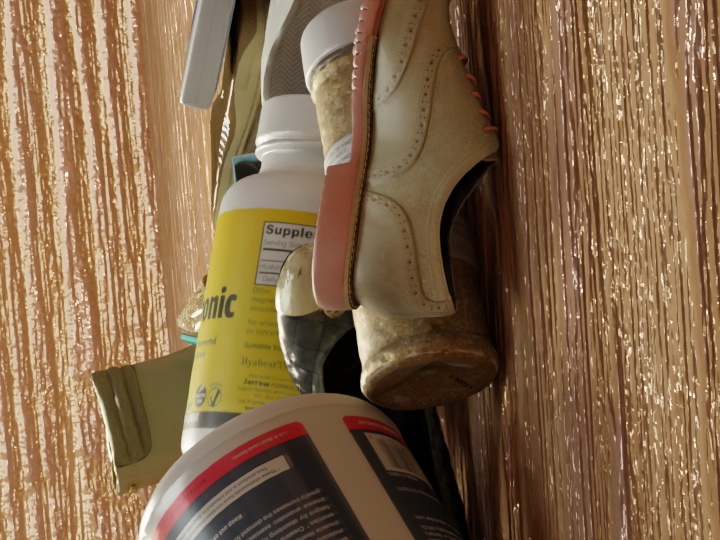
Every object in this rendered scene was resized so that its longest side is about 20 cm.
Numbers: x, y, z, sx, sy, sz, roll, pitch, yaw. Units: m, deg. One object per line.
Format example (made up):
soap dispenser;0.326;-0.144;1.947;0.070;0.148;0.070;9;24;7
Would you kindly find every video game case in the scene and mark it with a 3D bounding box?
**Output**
video game case;-0.073;-0.226;1.322;0.182;0.022;0.201;-87;10;-52

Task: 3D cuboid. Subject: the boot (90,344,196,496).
boot;-0.102;0.142;1.631;0.073;0.155;0.201;-141;33;-71

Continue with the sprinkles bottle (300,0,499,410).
sprinkles bottle;0.017;-0.034;1.097;0.068;0.068;0.201;102;161;-62

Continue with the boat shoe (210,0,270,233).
boat shoe;-0.057;-0.089;1.395;0.200;0.064;0.072;106;163;-54

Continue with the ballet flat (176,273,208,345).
ballet flat;-0.069;0.030;1.503;0.200;0.070;0.066;14;84;61

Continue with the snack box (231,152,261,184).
snack box;-0.037;0.039;1.348;0.116;0.037;0.201;50;-149;-75

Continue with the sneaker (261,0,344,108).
sneaker;-0.021;-0.173;1.277;0.116;0.073;0.201;-104;21;-56

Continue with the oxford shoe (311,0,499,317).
oxford shoe;0.032;-0.075;1.026;0.071;0.073;0.201;11;-91;-77

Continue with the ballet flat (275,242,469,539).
ballet flat;0.014;0.074;1.131;0.201;0.066;0.057;66;165;-21

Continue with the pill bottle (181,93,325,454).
pill bottle;-0.028;0.012;1.217;0.111;0.111;0.201;128;152;-77

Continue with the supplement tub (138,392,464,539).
supplement tub;-0.005;0.169;1.025;0.200;0.140;0.141;58;156;36
